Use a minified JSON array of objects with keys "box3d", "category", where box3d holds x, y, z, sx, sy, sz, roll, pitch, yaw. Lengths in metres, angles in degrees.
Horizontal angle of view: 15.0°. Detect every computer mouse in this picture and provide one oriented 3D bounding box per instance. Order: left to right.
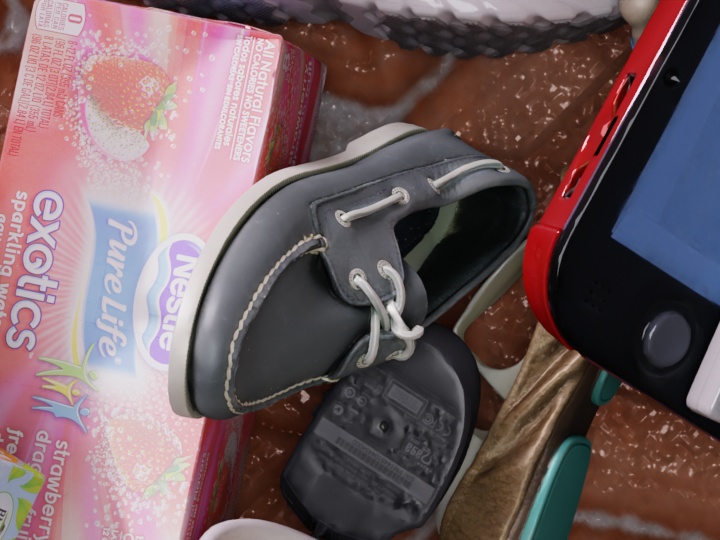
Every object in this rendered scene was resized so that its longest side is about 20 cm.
[{"box3d":[-0.017,0.106,1.022,0.059,0.034,0.200,35,98,10],"category":"computer mouse"}]

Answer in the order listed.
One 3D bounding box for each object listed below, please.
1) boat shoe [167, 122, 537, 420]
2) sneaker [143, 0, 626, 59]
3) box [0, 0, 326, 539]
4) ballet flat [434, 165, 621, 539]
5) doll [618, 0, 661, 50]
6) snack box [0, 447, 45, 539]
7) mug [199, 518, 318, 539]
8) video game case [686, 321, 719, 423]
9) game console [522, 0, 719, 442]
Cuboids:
[{"box3d":[0.000,0.000,0.966,0.062,0.200,0.073,16,118,23],"category":"boat shoe"},{"box3d":[0.011,-0.130,1.023,0.200,0.075,0.082,8,83,-6],"category":"sneaker"},{"box3d":[-0.083,0.006,1.002,0.095,0.103,0.200,12,90,9],"category":"box"},{"box3d":[0.063,0.048,1.037,0.072,0.068,0.200,23,90,19],"category":"ballet flat"},{"box3d":[0.148,-0.121,1.029,0.136,0.048,0.200,-13,100,-30],"category":"doll"},{"box3d":[-0.220,0.038,0.937,0.142,0.200,0.053,27,89,-42],"category":"snack box"},{"box3d":[-0.041,0.200,0.934,0.149,0.187,0.153,34,108,-24],"category":"mug"},{"box3d":[0.213,-0.018,1.021,0.143,0.017,0.200,23,90,-35],"category":"video game case"},{"box3d":[0.163,-0.035,1.009,0.177,0.031,0.200,31,87,-28],"category":"game console"}]
